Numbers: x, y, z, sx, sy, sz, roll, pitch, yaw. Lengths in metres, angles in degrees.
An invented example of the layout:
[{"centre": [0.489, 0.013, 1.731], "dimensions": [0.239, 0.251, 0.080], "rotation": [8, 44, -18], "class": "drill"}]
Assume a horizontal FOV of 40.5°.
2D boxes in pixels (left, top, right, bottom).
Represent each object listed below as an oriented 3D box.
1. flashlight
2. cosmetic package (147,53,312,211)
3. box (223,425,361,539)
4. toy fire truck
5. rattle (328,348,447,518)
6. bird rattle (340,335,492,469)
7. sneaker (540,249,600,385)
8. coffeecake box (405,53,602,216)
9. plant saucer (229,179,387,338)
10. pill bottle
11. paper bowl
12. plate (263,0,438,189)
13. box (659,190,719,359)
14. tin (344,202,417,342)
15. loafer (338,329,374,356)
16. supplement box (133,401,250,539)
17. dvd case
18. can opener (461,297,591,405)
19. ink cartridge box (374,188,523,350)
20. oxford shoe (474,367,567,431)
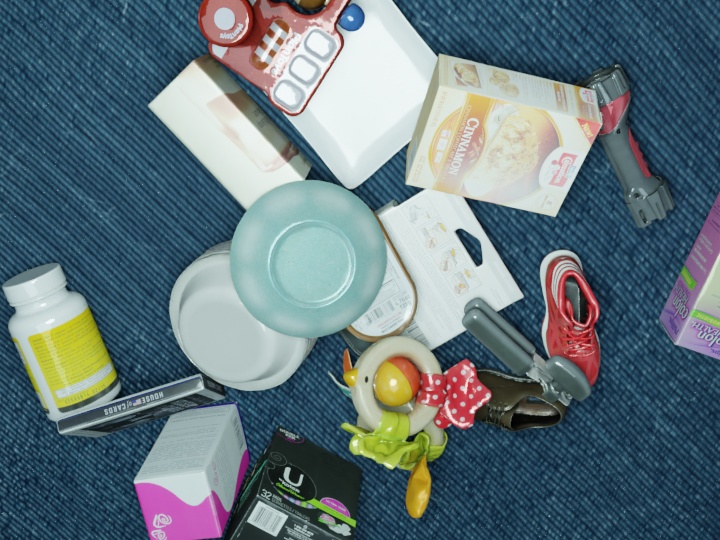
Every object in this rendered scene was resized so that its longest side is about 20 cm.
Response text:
[{"centre": [0.339, -0.159, 1.236], "dimensions": [0.067, 0.068, 0.201], "rotation": [-24, 109, 22], "class": "flashlight"}, {"centre": [-0.162, -0.171, 1.246], "dimensions": [0.087, 0.103, 0.200], "rotation": [-40, 103, 13], "class": "cosmetic package"}, {"centre": [-0.093, 0.338, 1.358], "dimensions": [0.148, 0.200, 0.125], "rotation": [30, 107, -5], "class": "box"}, {"centre": [-0.088, -0.310, 1.179], "dimensions": [0.168, 0.112, 0.200], "rotation": [34, 101, -5], "class": "toy fire truck"}, {"centre": [0.020, 0.224, 1.342], "dimensions": [0.130, 0.143, 0.200], "rotation": [-17, 121, 47], "class": "rattle"}, {"centre": [0.064, 0.161, 1.261], "dimensions": [0.200, 0.113, 0.164], "rotation": [-33, 103, -15], "class": "bird rattle"}, {"centre": [0.279, 0.083, 1.290], "dimensions": [0.078, 0.116, 0.201], "rotation": [-15, 106, 9], "class": "sneaker"}, {"centre": [0.171, -0.162, 1.196], "dimensions": [0.199, 0.073, 0.154], "rotation": [11, 135, -7], "class": "coffeecake box"}, {"centre": [-0.061, -0.010, 1.211], "dimensions": [0.200, 0.039, 0.202], "rotation": [-2, 100, -11], "class": "plant saucer"}, {"centre": [-0.417, 0.097, 1.349], "dimensions": [0.111, 0.111, 0.201], "rotation": [-15, 107, 9], "class": "pill bottle"}, {"centre": [-0.161, 0.068, 1.303], "dimensions": [0.200, 0.104, 0.202], "rotation": [7, 113, 16], "class": "paper bowl"}, {"centre": [-0.002, -0.240, 1.248], "dimensions": [0.200, 0.032, 0.200], "rotation": [-39, 101, 15], "class": "plate"}, {"centre": [0.517, 0.021, 1.263], "dimensions": [0.175, 0.097, 0.201], "rotation": [19, 108, -2], "class": "box"}, {"centre": [0.000, 0.000, 1.264], "dimensions": [0.112, 0.042, 0.201], "rotation": [-32, 105, -9], "class": "tin"}, {"centre": [-0.027, 0.036, 1.321], "dimensions": [0.068, 0.070, 0.201], "rotation": [-23, 105, 12], "class": "loafer"}, {"centre": [-0.226, 0.275, 1.347], "dimensions": [0.103, 0.200, 0.102], "rotation": [-8, 107, 7], "class": "supplement box"}, {"centre": [-0.295, 0.188, 1.340], "dimensions": [0.199, 0.150, 0.025], "rotation": [-17, 78, 0], "class": "dvd case"}, {"centre": [0.220, 0.106, 1.296], "dimensions": [0.200, 0.053, 0.066], "rotation": [38, 122, -11], "class": "can opener"}, {"centre": [0.094, -0.007, 1.312], "dimensions": [0.176, 0.045, 0.200], "rotation": [-30, 104, 12], "class": "ink cartridge box"}, {"centre": [0.186, 0.182, 1.347], "dimensions": [0.199, 0.084, 0.073], "rotation": [-2, 113, 9], "class": "oxford shoe"}]
